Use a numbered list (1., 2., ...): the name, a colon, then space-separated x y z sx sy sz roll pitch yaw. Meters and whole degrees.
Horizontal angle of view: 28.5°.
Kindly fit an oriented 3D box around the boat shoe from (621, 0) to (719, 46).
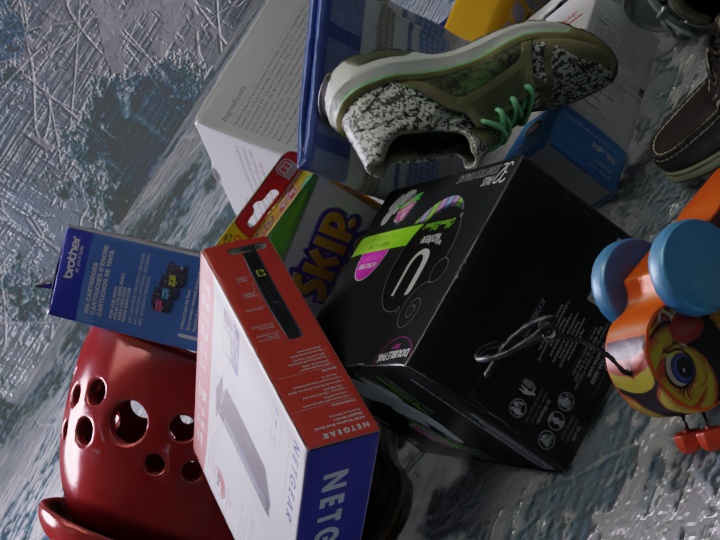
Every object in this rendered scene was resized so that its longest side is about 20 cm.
1. boat shoe: 0.235 -0.192 0.942 0.065 0.074 0.202 -56 22 -17

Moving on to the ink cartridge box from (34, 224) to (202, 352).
1. ink cartridge box: -0.153 0.016 1.118 0.136 0.199 0.077 13 -88 -76

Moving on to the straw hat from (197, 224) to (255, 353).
1. straw hat: -0.054 0.043 1.232 0.201 0.201 0.085 -48 52 25

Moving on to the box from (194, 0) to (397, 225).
1. box: -0.047 -0.155 1.427 0.201 0.130 0.199 -62 -19 -20

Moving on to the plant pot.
1. plant pot: -0.153 0.157 1.167 0.200 0.200 0.183 -173 100 -72

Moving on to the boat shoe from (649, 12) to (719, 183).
1. boat shoe: 0.235 -0.132 0.833 0.200 0.065 0.073 -46 20 34

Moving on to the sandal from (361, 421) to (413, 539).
1. sandal: -0.004 0.140 1.017 0.082 0.054 0.200 -47 21 30

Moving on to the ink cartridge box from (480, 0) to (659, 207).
1. ink cartridge box: 0.152 -0.125 1.057 0.116 0.068 0.201 -33 28 51

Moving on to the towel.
1. towel: 0.026 -0.118 1.020 0.024 0.200 0.148 -3 78 39

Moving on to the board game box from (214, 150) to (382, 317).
1. board game box: 0.000 0.000 1.018 0.096 0.200 0.030 -52 26 14

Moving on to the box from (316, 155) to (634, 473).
1. box: 0.069 0.030 0.899 0.149 0.124 0.200 -60 18 -15

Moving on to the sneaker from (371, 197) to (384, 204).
1. sneaker: -0.007 0.004 1.125 0.200 0.146 0.081 -38 24 46

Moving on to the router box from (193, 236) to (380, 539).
1. router box: -0.056 0.110 0.933 0.201 0.049 0.180 98 150 -42

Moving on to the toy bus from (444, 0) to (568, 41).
1. toy bus: 0.110 -0.186 1.172 0.065 0.078 0.201 5 64 42

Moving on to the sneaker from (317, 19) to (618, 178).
1. sneaker: 0.077 -0.099 0.923 0.077 0.199 0.089 87 168 -56

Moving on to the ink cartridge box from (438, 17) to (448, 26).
1. ink cartridge box: 0.039 -0.134 1.309 0.094 0.044 0.200 -46 -10 -36

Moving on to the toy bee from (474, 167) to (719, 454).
1. toy bee: 0.159 0.031 0.715 0.200 0.109 0.131 -32 6 -6
